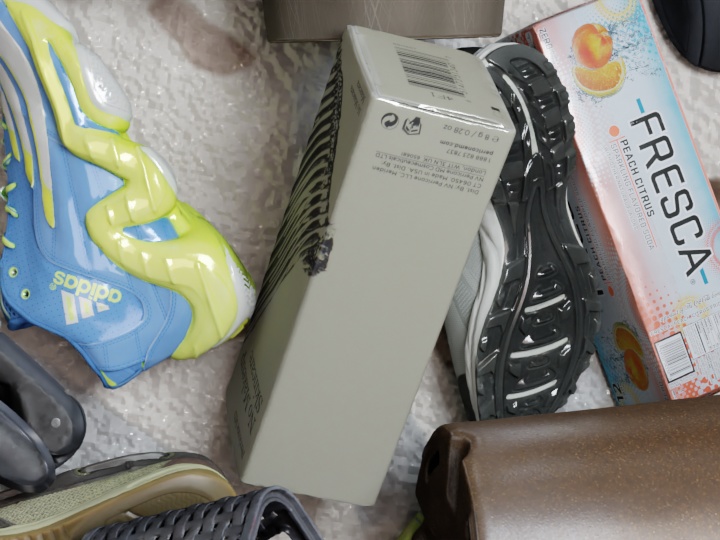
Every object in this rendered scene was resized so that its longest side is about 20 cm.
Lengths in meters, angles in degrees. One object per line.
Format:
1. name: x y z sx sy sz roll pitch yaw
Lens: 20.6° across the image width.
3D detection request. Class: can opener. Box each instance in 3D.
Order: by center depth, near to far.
1. can opener: -0.204 0.022 0.881 0.200 0.079 0.063 42 70 2

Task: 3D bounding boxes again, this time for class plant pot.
1. plant pot: 0.131 0.142 0.898 0.196 0.200 0.202 1 86 -10

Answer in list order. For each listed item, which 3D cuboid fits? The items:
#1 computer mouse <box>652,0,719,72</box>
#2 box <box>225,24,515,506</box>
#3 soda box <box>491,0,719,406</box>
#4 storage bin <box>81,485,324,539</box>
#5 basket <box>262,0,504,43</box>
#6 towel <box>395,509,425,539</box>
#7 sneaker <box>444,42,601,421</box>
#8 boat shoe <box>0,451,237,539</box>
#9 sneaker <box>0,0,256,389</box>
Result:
1. computer mouse: 0.149 -0.198 1.016 0.139 0.046 0.202 -12 90 -19
2. box: 0.000 0.000 0.887 0.068 0.082 0.201 12 116 -16
3. soda box: 0.134 -0.033 0.988 0.063 0.068 0.202 -21 93 -18
4. storage bin: -0.063 0.201 0.779 0.136 0.093 0.201 58 28 -31
5. basket: 0.008 -0.208 0.921 0.135 0.180 0.202 -7 99 -39
6. towel: 0.082 0.204 0.980 0.200 0.023 0.144 44 76 -10
7. sneaker: 0.066 -0.014 0.969 0.073 0.079 0.202 -14 107 -30
8. boat shoe: -0.149 0.134 0.889 0.198 0.065 0.074 -16 103 -5
9. sneaker: -0.139 -0.034 0.898 0.105 0.076 0.201 -36 88 -6
